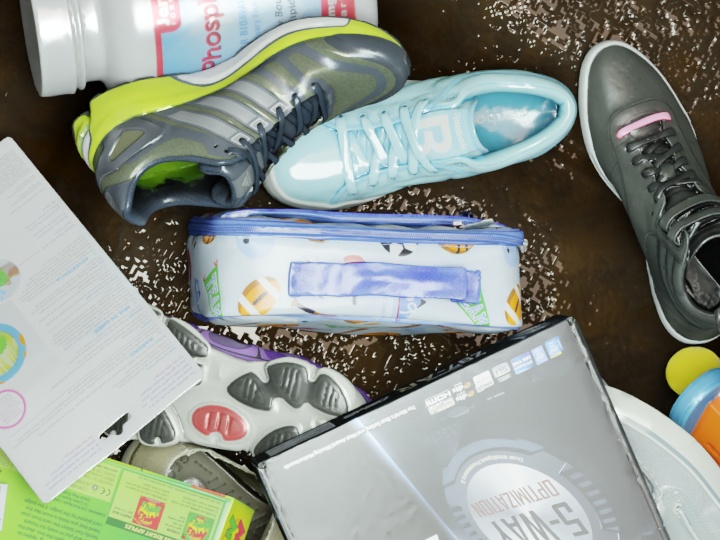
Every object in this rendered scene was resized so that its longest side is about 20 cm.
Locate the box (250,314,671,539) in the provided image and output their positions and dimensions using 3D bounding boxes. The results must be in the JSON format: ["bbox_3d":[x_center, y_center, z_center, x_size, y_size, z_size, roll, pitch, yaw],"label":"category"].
[{"bbox_3d":[0.059,0.138,1.379,0.199,0.044,0.161,-24,94,-7],"label":"box"}]

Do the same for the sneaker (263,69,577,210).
[{"bbox_3d":[0.038,-0.086,1.486,0.199,0.082,0.075,-17,92,-12],"label":"sneaker"}]

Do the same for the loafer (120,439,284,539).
[{"bbox_3d":[-0.057,0.166,1.467,0.199,0.068,0.076,33,82,-10],"label":"loafer"}]

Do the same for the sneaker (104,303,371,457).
[{"bbox_3d":[-0.085,0.072,1.449,0.199,0.083,0.081,18,94,13],"label":"sneaker"}]

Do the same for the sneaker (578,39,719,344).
[{"bbox_3d":[0.196,-0.052,1.511,0.070,0.099,0.201,-20,92,-10],"label":"sneaker"}]

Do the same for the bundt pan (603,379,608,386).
[{"bbox_3d":[0.086,0.152,1.477,0.200,0.076,0.204,4,82,-30],"label":"bundt pan"}]

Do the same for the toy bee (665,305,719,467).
[{"bbox_3d":[0.251,0.087,1.491,0.108,0.200,0.131,-24,77,-31],"label":"toy bee"}]

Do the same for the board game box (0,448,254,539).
[{"bbox_3d":[-0.172,0.153,1.406,0.199,0.048,0.102,16,81,17],"label":"board game box"}]

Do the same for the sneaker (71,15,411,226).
[{"bbox_3d":[-0.062,-0.079,1.399,0.199,0.074,0.081,-21,52,3],"label":"sneaker"}]

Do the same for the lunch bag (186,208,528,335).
[{"bbox_3d":[0.000,0.000,1.436,0.198,0.160,0.076,1,89,-11],"label":"lunch bag"}]

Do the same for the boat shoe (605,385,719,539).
[{"bbox_3d":[0.181,0.151,1.448,0.201,0.070,0.072,47,59,-20],"label":"boat shoe"}]

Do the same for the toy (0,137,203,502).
[{"bbox_3d":[-0.189,0.031,1.419,0.115,0.047,0.200,-38,70,-7],"label":"toy"}]

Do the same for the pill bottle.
[{"bbox_3d":[-0.097,-0.157,1.445,0.198,0.109,0.110,-10,91,-12],"label":"pill bottle"}]
